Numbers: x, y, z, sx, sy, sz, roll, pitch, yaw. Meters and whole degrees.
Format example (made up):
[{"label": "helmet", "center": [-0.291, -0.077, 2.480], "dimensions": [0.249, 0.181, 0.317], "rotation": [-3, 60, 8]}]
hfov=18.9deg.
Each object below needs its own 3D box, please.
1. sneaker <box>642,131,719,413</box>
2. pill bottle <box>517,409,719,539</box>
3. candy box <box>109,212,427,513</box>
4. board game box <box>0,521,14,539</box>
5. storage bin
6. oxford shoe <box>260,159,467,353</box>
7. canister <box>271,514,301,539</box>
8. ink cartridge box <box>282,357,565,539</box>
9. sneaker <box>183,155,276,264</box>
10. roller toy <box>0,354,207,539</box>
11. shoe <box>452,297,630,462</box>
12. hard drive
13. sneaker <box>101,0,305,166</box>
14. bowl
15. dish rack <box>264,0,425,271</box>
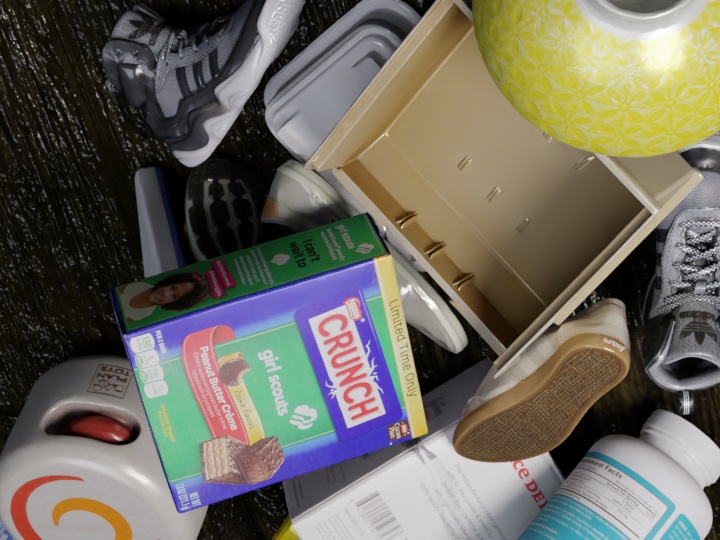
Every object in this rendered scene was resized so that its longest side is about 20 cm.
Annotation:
[{"label": "sneaker", "center": [0.236, 0.006, 1.507], "dimensions": [0.075, 0.114, 0.200], "rotation": [2, 131, 4]}, {"label": "pill bottle", "center": [0.192, 0.202, 1.644], "dimensions": [0.111, 0.200, 0.111], "rotation": [39, 166, 11]}, {"label": "candy box", "center": [-0.063, 0.067, 1.579], "dimensions": [0.199, 0.077, 0.169], "rotation": [-18, 124, -7]}, {"label": "board game box", "center": [-0.416, 0.253, 2.125], "dimensions": [0.199, 0.043, 0.200], "rotation": [35, 134, 1]}, {"label": "storage bin", "center": [0.092, -0.064, 1.476], "dimensions": [0.200, 0.094, 0.199], "rotation": [47, 125, 8]}, {"label": "oxford shoe", "center": [0.000, 0.000, 1.643], "dimensions": [0.200, 0.058, 0.075], "rotation": [42, 170, -15]}, {"label": "canister", "center": [0.020, 0.269, 1.862], "dimensions": [0.200, 0.087, 0.149], "rotation": [35, 150, 1]}, {"label": "ink cartridge box", "center": [0.060, 0.187, 1.724], "dimensions": [0.200, 0.083, 0.147], "rotation": [-31, 111, 4]}, {"label": "sneaker", "center": [-0.111, 0.010, 1.690], "dimensions": [0.077, 0.201, 0.089], "rotation": [1, 162, -30]}, {"label": "roller toy", "center": [-0.214, 0.168, 1.881], "dimensions": [0.182, 0.140, 0.200], "rotation": [42, 132, -23]}, {"label": "shoe", "center": [0.135, 0.084, 1.593], "dimensions": [0.070, 0.053, 0.200], "rotation": [24, 141, -21]}, {"label": "hard drive", "center": [-0.148, 0.029, 1.706], "dimensions": [0.025, 0.200, 0.132], "rotation": [-8, 129, -9]}, {"label": "sneaker", "center": [-0.125, -0.166, 1.606], "dimensions": [0.114, 0.076, 0.200], "rotation": [35, 137, -5]}, {"label": "bowl", "center": [0.170, -0.178, 1.338], "dimensions": [0.200, 0.200, 0.108], "rotation": [28, 171, 6]}, {"label": "dish rack", "center": [0.030, -0.091, 1.608], "dimensions": [0.200, 0.044, 0.172], "rotation": [44, 132, -11]}]
